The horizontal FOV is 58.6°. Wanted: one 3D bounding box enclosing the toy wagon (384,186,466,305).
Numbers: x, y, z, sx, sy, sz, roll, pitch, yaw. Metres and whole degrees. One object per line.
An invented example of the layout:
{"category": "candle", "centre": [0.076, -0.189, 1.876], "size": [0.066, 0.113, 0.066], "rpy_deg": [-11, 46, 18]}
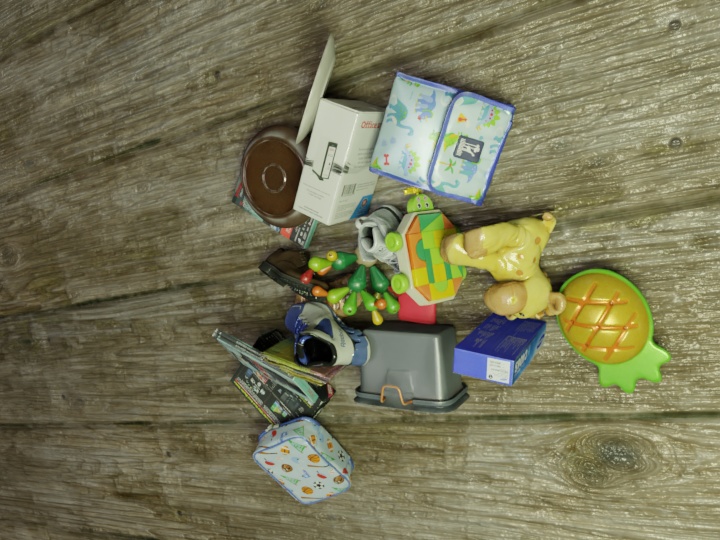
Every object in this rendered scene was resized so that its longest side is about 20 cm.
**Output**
{"category": "toy wagon", "centre": [0.111, -0.045, 1.082], "size": [0.039, 0.155, 0.201], "rpy_deg": [-8, 92, 51]}

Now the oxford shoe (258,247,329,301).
{"category": "oxford shoe", "centre": [-0.120, -0.001, 1.252], "size": [0.200, 0.073, 0.085], "rpy_deg": [28, 75, 43]}

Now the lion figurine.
{"category": "lion figurine", "centre": [-0.079, 0.062, 1.271], "size": [0.199, 0.072, 0.123], "rpy_deg": [5, 97, 33]}

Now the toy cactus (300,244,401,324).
{"category": "toy cactus", "centre": [0.000, 0.000, 1.167], "size": [0.199, 0.166, 0.102], "rpy_deg": [24, 159, -12]}

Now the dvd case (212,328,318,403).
{"category": "dvd case", "centre": [-0.185, 0.189, 1.259], "size": [0.199, 0.146, 0.022], "rpy_deg": [25, 70, 24]}

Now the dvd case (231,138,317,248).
{"category": "dvd case", "centre": [-0.162, -0.156, 1.286], "size": [0.199, 0.022, 0.147], "rpy_deg": [31, 115, 19]}

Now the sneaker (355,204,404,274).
{"category": "sneaker", "centre": [0.063, -0.020, 1.121], "size": [0.075, 0.115, 0.201], "rpy_deg": [-35, 83, 32]}

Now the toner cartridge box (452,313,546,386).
{"category": "toner cartridge box", "centre": [0.228, 0.121, 1.030], "size": [0.095, 0.200, 0.043], "rpy_deg": [11, 108, 28]}

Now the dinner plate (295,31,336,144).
{"category": "dinner plate", "centre": [-0.074, -0.313, 1.120], "size": [0.024, 0.200, 0.201], "rpy_deg": [18, 113, -6]}

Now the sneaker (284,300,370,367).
{"category": "sneaker", "centre": [-0.086, 0.117, 1.164], "size": [0.199, 0.115, 0.081], "rpy_deg": [27, 111, 41]}

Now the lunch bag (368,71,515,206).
{"category": "lunch bag", "centre": [0.134, -0.215, 1.056], "size": [0.199, 0.127, 0.171], "rpy_deg": [21, 107, 10]}

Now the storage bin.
{"category": "storage bin", "centre": [0.084, 0.170, 1.162], "size": [0.199, 0.145, 0.135], "rpy_deg": [0, 98, 30]}

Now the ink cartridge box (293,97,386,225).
{"category": "ink cartridge box", "centre": [-0.026, -0.195, 1.133], "size": [0.084, 0.146, 0.201], "rpy_deg": [26, 112, 22]}

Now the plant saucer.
{"category": "plant saucer", "centre": [-0.161, -0.179, 1.240], "size": [0.199, 0.032, 0.201], "rpy_deg": [7, 104, 29]}

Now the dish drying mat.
{"category": "dish drying mat", "centre": [0.107, -0.002, 1.178], "size": [0.076, 0.018, 0.201], "rpy_deg": [8, 105, 29]}

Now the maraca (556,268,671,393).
{"category": "maraca", "centre": [0.385, 0.092, 0.987], "size": [0.137, 0.107, 0.201], "rpy_deg": [-33, 85, 34]}

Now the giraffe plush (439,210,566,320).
{"category": "giraffe plush", "centre": [0.240, 0.004, 1.022], "size": [0.199, 0.173, 0.163], "rpy_deg": [-13, 90, -1]}

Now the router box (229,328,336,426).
{"category": "router box", "centre": [-0.167, 0.247, 1.369], "size": [0.200, 0.062, 0.150], "rpy_deg": [45, 118, 14]}

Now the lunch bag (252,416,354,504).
{"category": "lunch bag", "centre": [-0.121, 0.391, 1.323], "size": [0.160, 0.076, 0.200], "rpy_deg": [-27, 115, 24]}

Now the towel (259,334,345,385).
{"category": "towel", "centre": [-0.086, 0.158, 1.212], "size": [0.143, 0.200, 0.023], "rpy_deg": [16, 106, 19]}
